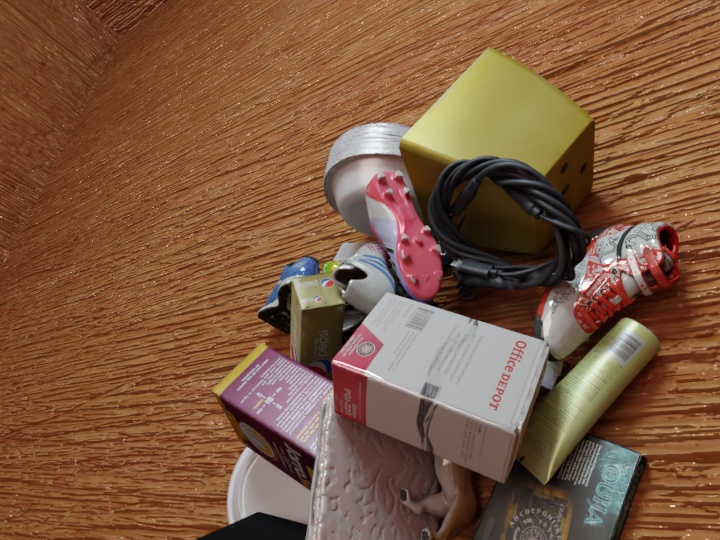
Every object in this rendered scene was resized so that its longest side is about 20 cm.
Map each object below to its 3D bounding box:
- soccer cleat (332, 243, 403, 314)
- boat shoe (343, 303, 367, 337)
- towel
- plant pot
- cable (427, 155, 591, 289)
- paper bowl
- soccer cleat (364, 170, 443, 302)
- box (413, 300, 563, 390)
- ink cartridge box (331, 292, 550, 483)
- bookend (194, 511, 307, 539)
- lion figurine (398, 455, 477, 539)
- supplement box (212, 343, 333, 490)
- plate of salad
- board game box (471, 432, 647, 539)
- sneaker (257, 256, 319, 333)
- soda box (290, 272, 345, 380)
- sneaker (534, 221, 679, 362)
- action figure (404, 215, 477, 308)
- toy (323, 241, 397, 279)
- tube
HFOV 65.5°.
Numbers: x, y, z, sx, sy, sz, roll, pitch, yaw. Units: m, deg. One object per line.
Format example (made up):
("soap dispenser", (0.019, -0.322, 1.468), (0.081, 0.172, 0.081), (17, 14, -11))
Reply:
("soccer cleat", (0.000, 0.000, 0.785), (0.200, 0.086, 0.070), (-116, 47, -69))
("boat shoe", (-0.035, 0.081, 0.912), (0.199, 0.057, 0.067), (-16, 52, 32))
("towel", (0.022, 0.261, 0.641), (0.032, 0.191, 0.201), (-28, 45, 42))
("plant pot", (0.201, -0.141, 0.758), (0.176, 0.200, 0.200), (33, 73, 35))
("cable", (0.168, -0.053, 0.644), (0.051, 0.164, 0.200), (-27, 20, -36))
("paper bowl", (0.040, -0.126, 0.885), (0.200, 0.201, 0.105), (-13, 54, 34))
("soccer cleat", (0.054, -0.042, 0.748), (0.077, 0.066, 0.201), (121, 135, -55))
("box", (0.149, 0.090, 0.697), (0.199, 0.041, 0.039), (21, 93, 22))
("ink cartridge box", (0.089, 0.118, 0.614), (0.199, 0.085, 0.146), (15, 37, 23))
("bookend", (-0.107, 0.368, 0.637), (0.199, 0.198, 0.093), (-1, 85, 30))
("lion figurine", (0.112, 0.233, 0.660), (0.072, 0.122, 0.201), (0, 76, 54))
("supplement box", (-0.085, 0.207, 0.762), (0.199, 0.131, 0.103), (20, 49, 33))
("plate of salad", (-0.107, 0.320, 0.814), (0.199, 0.048, 0.201), (-13, 57, 21))
("board game box", (0.203, 0.266, 0.598), (0.135, 0.028, 0.201), (15, 72, 45))
("sneaker", (-0.115, 0.042, 0.969), (0.200, 0.078, 0.089), (-44, 19, 50))
("soda box", (-0.067, 0.101, 0.829), (0.064, 0.201, 0.068), (-8, 43, -16))
("sneaker", (0.283, 0.019, 0.631), (0.202, 0.067, 0.108), (-49, 21, -24))
("action figure", (0.100, 0.014, 0.793), (0.119, 0.102, 0.201), (27, 97, 23))
("toy", (0.013, 0.005, 0.928), (0.200, 0.047, 0.115), (2, 54, 50))
("tube", (0.243, 0.139, 0.616), (0.200, 0.058, 0.052), (-44, 79, -7))
